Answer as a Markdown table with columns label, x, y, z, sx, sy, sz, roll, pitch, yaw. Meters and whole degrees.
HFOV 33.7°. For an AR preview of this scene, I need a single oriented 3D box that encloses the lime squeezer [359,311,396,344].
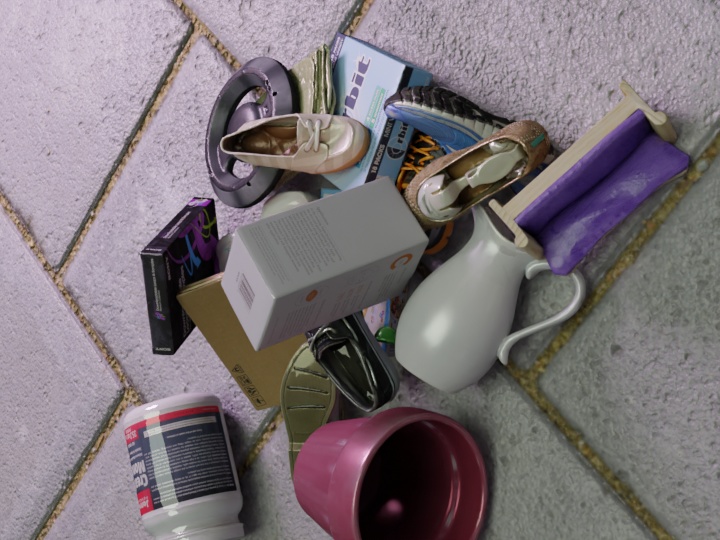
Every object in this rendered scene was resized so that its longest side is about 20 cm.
| label | x | y | z | sx | sy | sz | roll | pitch | yaw |
| --- | --- | --- | --- | --- | --- | --- | --- | --- | --- |
| lime squeezer | 0.029 | 0.061 | 1.445 | 0.071 | 0.038 | 0.200 | -41 | 76 | -18 |

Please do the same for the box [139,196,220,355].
| label | x | y | z | sx | sy | sz | roll | pitch | yaw |
| --- | --- | --- | --- | --- | --- | --- | --- | --- | --- |
| box | -0.233 | 0.004 | 1.573 | 0.036 | 0.200 | 0.144 | 3 | 115 | 14 |

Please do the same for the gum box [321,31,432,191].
| label | x | y | z | sx | sy | sz | roll | pitch | yaw |
| --- | --- | --- | --- | --- | --- | --- | --- | --- | --- |
| gum box | 0.000 | -0.189 | 1.464 | 0.200 | 0.044 | 0.171 | 40 | 115 | 57 |

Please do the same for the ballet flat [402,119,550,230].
| label | x | y | z | sx | sy | sz | roll | pitch | yaw |
| --- | --- | --- | --- | --- | --- | --- | --- | --- | --- |
| ballet flat | 0.115 | -0.100 | 1.297 | 0.200 | 0.065 | 0.071 | -34 | 95 | 28 |

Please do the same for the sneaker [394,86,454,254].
| label | x | y | z | sx | sy | sz | roll | pitch | yaw |
| --- | --- | --- | --- | --- | --- | --- | --- | --- | --- |
| sneaker | 0.081 | -0.120 | 1.419 | 0.078 | 0.077 | 0.202 | 9 | 92 | 40 |

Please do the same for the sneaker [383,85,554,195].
| label | x | y | z | sx | sy | sz | roll | pitch | yaw |
| --- | --- | --- | --- | --- | --- | --- | --- | --- | --- |
| sneaker | 0.114 | -0.142 | 1.348 | 0.199 | 0.079 | 0.090 | 25 | 116 | -1 |

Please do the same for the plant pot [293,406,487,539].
| label | x | y | z | sx | sy | sz | roll | pitch | yaw |
| --- | --- | --- | --- | --- | --- | --- | --- | --- | --- |
| plant pot | 0.021 | 0.253 | 1.394 | 0.179 | 0.199 | 0.202 | 5 | 91 | 55 |

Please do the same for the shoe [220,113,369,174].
| label | x | y | z | sx | sy | sz | roll | pitch | yaw |
| --- | --- | --- | --- | --- | --- | --- | --- | --- | --- |
| shoe | -0.081 | -0.152 | 1.426 | 0.199 | 0.053 | 0.070 | 1 | 88 | 33 |

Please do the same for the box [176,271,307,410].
| label | x | y | z | sx | sy | sz | roll | pitch | yaw |
| --- | --- | --- | --- | --- | --- | --- | --- | --- | --- |
| box | -0.117 | 0.082 | 1.505 | 0.163 | 0.021 | 0.201 | -19 | 116 | 28 |

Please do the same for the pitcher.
| label | x | y | z | sx | sy | sz | roll | pitch | yaw |
| --- | --- | --- | --- | --- | --- | --- | --- | --- | --- |
| pitcher | 0.143 | 0.049 | 1.344 | 0.171 | 0.121 | 0.201 | 35 | 98 | 25 |

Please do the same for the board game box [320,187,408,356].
| label | x | y | z | sx | sy | sz | roll | pitch | yaw |
| --- | --- | --- | --- | --- | --- | --- | --- | --- | --- |
| board game box | 0.000 | 0.000 | 1.507 | 0.134 | 0.034 | 0.202 | 8 | 93 | 39 |

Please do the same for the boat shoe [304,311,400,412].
| label | x | y | z | sx | sy | sz | roll | pitch | yaw |
| --- | --- | --- | --- | --- | --- | --- | --- | --- | --- |
| boat shoe | -0.028 | 0.079 | 1.400 | 0.072 | 0.071 | 0.200 | -43 | 87 | 25 |

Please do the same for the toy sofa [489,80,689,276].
| label | x | y | z | sx | sy | sz | roll | pitch | yaw |
| --- | --- | --- | --- | --- | --- | --- | --- | --- | --- |
| toy sofa | 0.243 | -0.092 | 1.247 | 0.200 | 0.083 | 0.098 | -42 | 67 | 11 |

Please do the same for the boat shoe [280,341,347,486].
| label | x | y | z | sx | sy | sz | roll | pitch | yaw |
| --- | --- | --- | --- | --- | --- | --- | --- | --- | --- |
| boat shoe | -0.056 | 0.179 | 1.499 | 0.074 | 0.068 | 0.201 | 8 | 106 | 16 |

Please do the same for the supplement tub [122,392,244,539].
| label | x | y | z | sx | sy | sz | roll | pitch | yaw |
| --- | --- | --- | --- | --- | --- | --- | --- | --- | --- |
| supplement tub | -0.239 | 0.279 | 1.623 | 0.140 | 0.140 | 0.201 | -25 | 73 | 36 |

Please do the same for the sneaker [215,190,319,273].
| label | x | y | z | sx | sy | sz | roll | pitch | yaw |
| --- | --- | --- | --- | --- | --- | --- | --- | --- | --- |
| sneaker | -0.119 | -0.035 | 1.576 | 0.200 | 0.070 | 0.081 | -37 | 47 | 38 |

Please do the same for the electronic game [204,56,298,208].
| label | x | y | z | sx | sy | sz | roll | pitch | yaw |
| --- | --- | --- | --- | --- | --- | --- | --- | --- | --- |
| electronic game | -0.144 | -0.180 | 1.554 | 0.199 | 0.041 | 0.201 | -15 | 71 | 49 |

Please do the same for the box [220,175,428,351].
| label | x | y | z | sx | sy | sz | roll | pitch | yaw |
| --- | --- | --- | --- | --- | --- | --- | --- | --- | --- |
| box | -0.042 | -0.009 | 1.337 | 0.098 | 0.199 | 0.125 | 59 | 152 | 21 |

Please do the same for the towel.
| label | x | y | z | sx | sy | sz | roll | pitch | yaw |
| --- | --- | --- | --- | --- | --- | --- | --- | --- | --- |
| towel | -0.087 | -0.190 | 1.538 | 0.200 | 0.036 | 0.149 | -28 | 57 | 54 |
